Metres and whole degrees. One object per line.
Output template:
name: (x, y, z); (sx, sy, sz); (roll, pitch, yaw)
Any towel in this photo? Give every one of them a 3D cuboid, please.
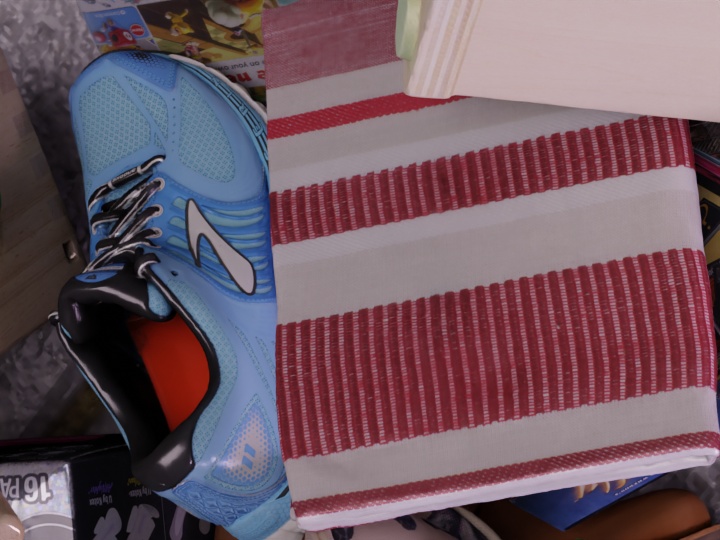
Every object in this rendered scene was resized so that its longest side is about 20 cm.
towel: (0.040, -0.016, 0.917); (0.144, 0.023, 0.200); (-12, 60, 15)

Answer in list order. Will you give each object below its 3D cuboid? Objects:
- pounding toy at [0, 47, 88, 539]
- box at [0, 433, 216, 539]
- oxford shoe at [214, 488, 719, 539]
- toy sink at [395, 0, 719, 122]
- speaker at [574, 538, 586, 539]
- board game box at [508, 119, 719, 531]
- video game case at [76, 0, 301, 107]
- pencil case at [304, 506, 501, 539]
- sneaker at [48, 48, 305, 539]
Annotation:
pounding toy: (-0.186, 0.020, 0.968); (0.200, 0.184, 0.142); (-16, 101, 25)
box: (-0.163, 0.125, 1.043); (0.200, 0.132, 0.115); (-5, 90, 22)
oxford shoe: (0.032, 0.094, 1.000); (0.200, 0.071, 0.071); (-10, 86, 23)
toy sink: (0.066, -0.130, 0.874); (0.200, 0.112, 0.130); (5, 61, -7)
speaker: (0.141, 0.164, 0.899); (0.200, 0.088, 0.088); (27, 103, 8)
board game box: (0.124, -0.018, 0.934); (0.200, 0.035, 0.136); (-32, 50, 24)
video game case: (-0.048, -0.134, 0.976); (0.143, 0.018, 0.200); (-1, 134, 21)
pencil case: (-0.010, 0.162, 0.951); (0.078, 0.089, 0.200); (13, 120, -17)
sneaker: (-0.065, -0.001, 0.973); (0.078, 0.090, 0.200); (-40, 54, 28)
